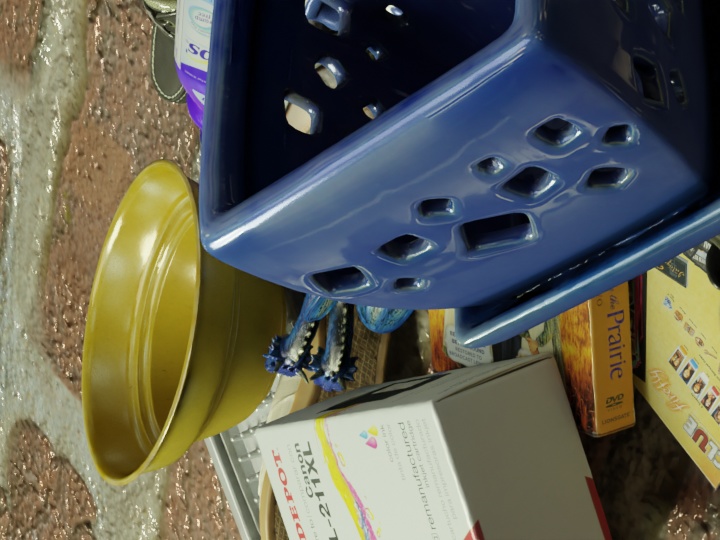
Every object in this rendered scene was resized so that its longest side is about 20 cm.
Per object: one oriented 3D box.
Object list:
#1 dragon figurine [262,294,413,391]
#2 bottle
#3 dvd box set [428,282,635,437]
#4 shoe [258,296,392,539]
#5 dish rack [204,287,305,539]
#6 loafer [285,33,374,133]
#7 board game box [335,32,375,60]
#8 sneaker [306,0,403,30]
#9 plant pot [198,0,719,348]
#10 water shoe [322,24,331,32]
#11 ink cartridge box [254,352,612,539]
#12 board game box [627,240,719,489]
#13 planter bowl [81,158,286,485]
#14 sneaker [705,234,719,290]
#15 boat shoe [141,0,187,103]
[{"bbox_3d":[0.000,0.000,1.267,0.200,0.059,0.100,134,143,-57],"label":"dragon figurine"},{"bbox_3d":[-0.066,-0.129,1.303,0.083,0.065,0.200,16,146,3],"label":"bottle"},{"bbox_3d":[0.083,-0.026,1.176,0.146,0.029,0.200,20,120,53],"label":"dvd box set"},{"bbox_3d":[-0.019,0.088,1.368,0.053,0.070,0.200,-170,93,-76],"label":"shoe"},{"bbox_3d":[-0.050,0.089,1.472,0.172,0.044,0.200,-29,80,55],"label":"dish rack"},{"bbox_3d":[-0.023,-0.058,1.314,0.063,0.072,0.200,57,158,21],"label":"loafer"},{"bbox_3d":[0.050,-0.057,1.283,0.105,0.023,0.200,-21,88,54],"label":"board game box"},{"bbox_3d":[0.043,-0.154,1.145,0.200,0.075,0.088,13,92,51],"label":"sneaker"},{"bbox_3d":[0.062,-0.089,0.977,0.200,0.180,0.200,-30,45,36],"label":"plant pot"},{"bbox_3d":[-0.053,-0.220,1.299,0.071,0.079,0.200,33,131,43],"label":"water shoe"},{"bbox_3d":[0.040,0.134,1.212,0.200,0.083,0.146,-16,93,59],"label":"ink cartridge box"},{"bbox_3d":[0.158,-0.007,1.138,0.200,0.035,0.136,54,142,24],"label":"board game box"},{"bbox_3d":[-0.100,0.036,1.381,0.200,0.083,0.201,-171,90,-66],"label":"planter bowl"},{"bbox_3d":[0.217,0.017,0.998,0.076,0.114,0.200,-26,85,58],"label":"sneaker"},{"bbox_3d":[-0.109,-0.181,1.409,0.072,0.066,0.201,53,142,25],"label":"boat shoe"}]
